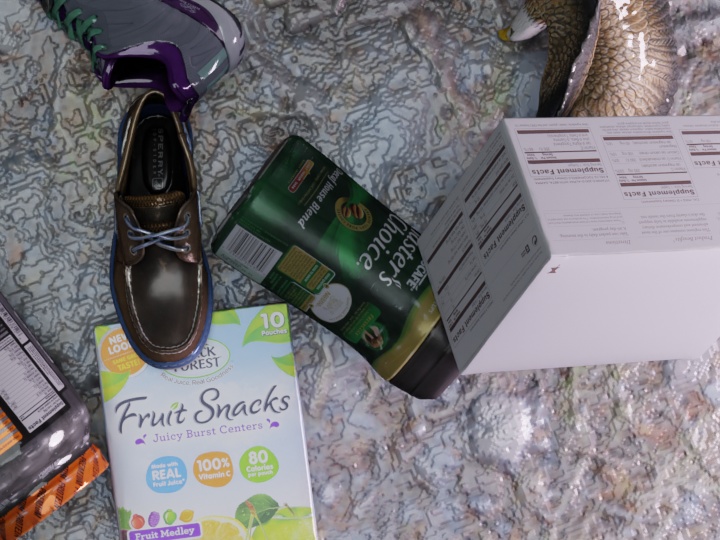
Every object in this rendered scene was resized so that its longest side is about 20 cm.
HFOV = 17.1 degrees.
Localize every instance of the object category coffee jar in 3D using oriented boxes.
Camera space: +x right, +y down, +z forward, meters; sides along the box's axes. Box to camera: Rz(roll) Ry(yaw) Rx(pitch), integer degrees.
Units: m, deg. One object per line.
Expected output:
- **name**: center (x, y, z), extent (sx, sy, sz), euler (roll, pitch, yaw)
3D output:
- **coffee jar**: center (0.000, 0.000, 1.697), extent (0.200, 0.104, 0.085), euler (36, 130, -4)

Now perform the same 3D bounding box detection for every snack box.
- **snack box**: center (-0.110, 0.130, 1.719), extent (0.142, 0.053, 0.201), euler (-7, 91, -4)

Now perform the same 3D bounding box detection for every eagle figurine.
- **eagle figurine**: center (0.154, -0.175, 1.697), extent (0.151, 0.151, 0.201), euler (-17, 81, -13)

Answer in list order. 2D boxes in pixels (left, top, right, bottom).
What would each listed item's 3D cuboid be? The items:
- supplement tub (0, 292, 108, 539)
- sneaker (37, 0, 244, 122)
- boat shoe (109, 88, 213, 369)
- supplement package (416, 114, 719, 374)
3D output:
- **supplement tub**: center (-0.274, 0.087, 1.676), extent (0.122, 0.123, 0.200), euler (-37, 93, -2)
- **sneaker**: center (-0.183, -0.177, 1.672), extent (0.200, 0.075, 0.088), euler (26, 56, 14)
- **boat shoe**: center (-0.145, -0.032, 1.678), extent (0.072, 0.072, 0.201), euler (-7, 73, -4)
- **supplement package**: center (0.167, -0.018, 1.635), extent (0.199, 0.156, 0.111), euler (-2, 59, -26)
